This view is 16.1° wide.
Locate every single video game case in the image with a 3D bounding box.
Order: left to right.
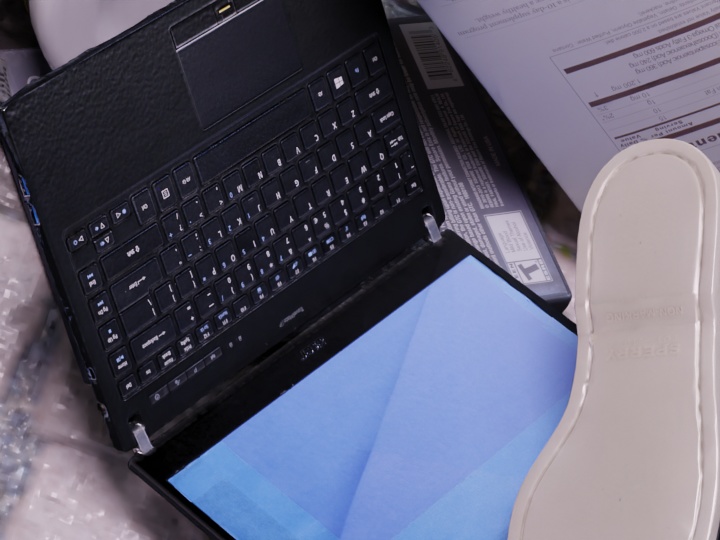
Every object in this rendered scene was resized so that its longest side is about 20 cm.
[{"bbox_3d":[-0.032,-0.032,0.974,0.199,0.019,0.144,-8,59,-26],"label":"video game case"}]

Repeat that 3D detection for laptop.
[{"bbox_3d":[0.000,0.000,0.861,0.177,0.103,0.201,-35,117,-39],"label":"laptop"}]

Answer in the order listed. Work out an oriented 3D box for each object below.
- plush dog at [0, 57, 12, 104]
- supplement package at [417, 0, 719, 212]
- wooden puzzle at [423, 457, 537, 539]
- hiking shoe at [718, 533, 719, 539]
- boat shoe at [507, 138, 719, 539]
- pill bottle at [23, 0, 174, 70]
[{"bbox_3d":[-0.218,-0.076,0.873,0.170,0.161,0.201,7,36,5],"label":"plush dog"},{"bbox_3d":[0.110,-0.105,0.962,0.200,0.109,0.114,49,36,-39],"label":"supplement package"},{"bbox_3d":[0.094,0.110,0.902,0.184,0.046,0.201,-19,64,-32],"label":"wooden puzzle"},{"bbox_3d":[0.157,0.120,0.864,0.100,0.076,0.202,17,60,-28],"label":"hiking shoe"},{"bbox_3d":[0.099,0.059,0.853,0.072,0.063,0.202,0,70,30],"label":"boat shoe"},{"bbox_3d":[-0.090,-0.163,0.977,0.110,0.112,0.201,-1,45,-23],"label":"pill bottle"}]
